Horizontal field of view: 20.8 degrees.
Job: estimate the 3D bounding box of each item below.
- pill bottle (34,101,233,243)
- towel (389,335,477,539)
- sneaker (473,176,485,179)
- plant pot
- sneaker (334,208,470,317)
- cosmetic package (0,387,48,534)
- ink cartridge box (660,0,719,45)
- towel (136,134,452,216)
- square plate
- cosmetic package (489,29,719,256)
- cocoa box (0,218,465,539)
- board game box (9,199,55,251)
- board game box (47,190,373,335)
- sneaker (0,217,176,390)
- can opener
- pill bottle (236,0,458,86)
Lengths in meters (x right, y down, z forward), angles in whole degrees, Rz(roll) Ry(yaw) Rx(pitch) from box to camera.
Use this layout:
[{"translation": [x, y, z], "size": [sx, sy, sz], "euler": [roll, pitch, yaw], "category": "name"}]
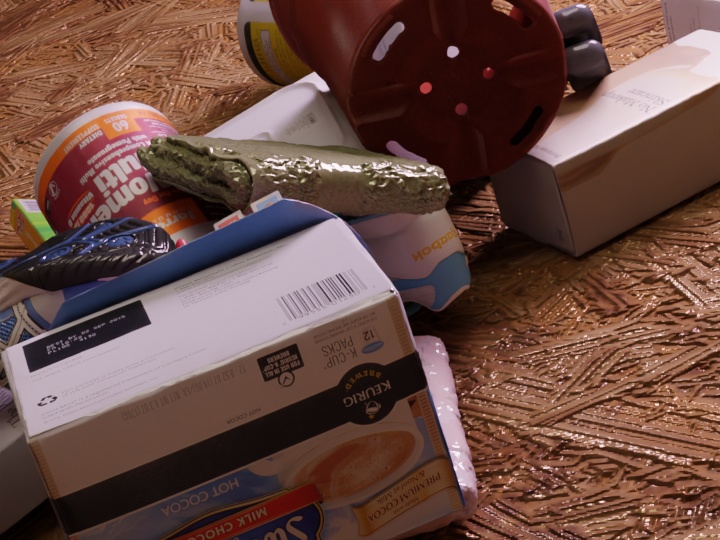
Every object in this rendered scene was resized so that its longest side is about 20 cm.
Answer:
[{"translation": [-0.128, -0.011, 1.294], "size": [0.109, 0.110, 0.200], "euler": [-26, 53, -18], "category": "pill bottle"}, {"translation": [-0.031, 0.112, 1.140], "size": [0.190, 0.032, 0.200], "euler": [-18, 24, 4], "category": "towel"}, {"translation": [0.055, -0.095, 1.472], "size": [0.199, 0.081, 0.086], "euler": [-32, 37, -17], "category": "sneaker"}, {"translation": [0.046, -0.167, 1.339], "size": [0.199, 0.202, 0.196], "euler": [-18, 33, 0], "category": "plant pot"}, {"translation": [0.000, 0.000, 1.313], "size": [0.076, 0.081, 0.200], "euler": [-33, 8, -26], "category": "sneaker"}, {"translation": [-0.253, 0.105, 1.255], "size": [0.151, 0.052, 0.200], "euler": [-40, 28, -10], "category": "cosmetic package"}, {"translation": [0.340, -0.187, 1.455], "size": [0.145, 0.085, 0.200], "euler": [-27, 27, -20], "category": "ink cartridge box"}, {"translation": [-0.043, -0.058, 1.207], "size": [0.147, 0.037, 0.200], "euler": [1, 7, -25], "category": "towel"}, {"translation": [-0.080, -0.069, 1.430], "size": [0.197, 0.029, 0.200], "euler": [-32, 29, 3], "category": "square plate"}, {"translation": [0.195, -0.092, 1.367], "size": [0.199, 0.072, 0.105], "euler": [-27, 25, -20], "category": "cosmetic package"}, {"translation": [-0.068, 0.082, 1.025], "size": [0.199, 0.132, 0.133], "euler": [-22, 22, -8], "category": "cocoa box"}, {"translation": [-0.200, -0.017, 1.501], "size": [0.095, 0.030, 0.200], "euler": [1, 14, -23], "category": "board game box"}, {"translation": [-0.087, 0.027, 1.119], "size": [0.199, 0.159, 0.039], "euler": [-25, 48, -3], "category": "board game box"}, {"translation": [-0.183, 0.025, 1.172], "size": [0.199, 0.078, 0.076], "euler": [-17, 14, 31], "category": "sneaker"}, {"translation": [0.150, -0.151, 1.452], "size": [0.066, 0.054, 0.200], "euler": [-18, -5, 9], "category": "can opener"}, {"translation": [-0.006, -0.213, 1.720], "size": [0.199, 0.112, 0.111], "euler": [9, 35, 46], "category": "pill bottle"}]
